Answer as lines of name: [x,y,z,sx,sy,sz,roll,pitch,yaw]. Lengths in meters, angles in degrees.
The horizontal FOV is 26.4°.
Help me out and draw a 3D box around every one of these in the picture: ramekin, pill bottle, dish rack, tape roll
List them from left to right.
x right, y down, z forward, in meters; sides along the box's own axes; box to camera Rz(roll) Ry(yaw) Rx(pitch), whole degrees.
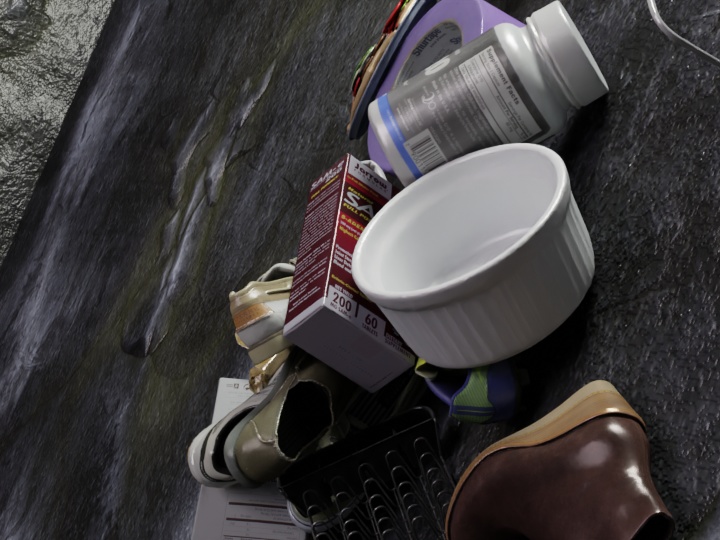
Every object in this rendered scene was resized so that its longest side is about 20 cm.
dish rack: [0.021,0.213,1.306,0.153,0.055,0.200,-26,31,1]
tape roll: [0.096,-0.176,1.567,0.200,0.085,0.200,-44,32,37]
ramekin: [0.101,-0.009,1.300,0.200,0.098,0.201,-24,29,14]
pill bottle: [0.117,-0.154,1.400,0.200,0.114,0.114,-30,34,13]

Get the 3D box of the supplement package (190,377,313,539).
supplement package: [-0.096,0.222,1.502,0.114,0.109,0.201,88,-173,-56]

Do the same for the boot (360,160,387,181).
boot: [0.005,-0.009,1.532,0.073,0.096,0.201,-7,63,10]

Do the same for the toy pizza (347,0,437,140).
toy pizza: [0.029,-0.238,1.720,0.201,0.032,0.200,-60,-4,-6]

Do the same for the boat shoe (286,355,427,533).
boat shoe: [-0.006,0.150,1.425,0.200,0.072,0.062,-56,-16,-14]

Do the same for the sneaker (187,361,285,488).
sneaker: [-0.068,0.134,1.428,0.200,0.076,0.088,-41,4,-17]

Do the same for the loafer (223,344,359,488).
loafer: [-0.040,0.116,1.364,0.070,0.075,0.200,-17,27,45]

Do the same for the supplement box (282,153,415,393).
supplement box: [0.000,0.000,1.398,0.061,0.109,0.200,-37,30,35]

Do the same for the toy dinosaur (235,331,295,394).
toy dinosaur: [-0.075,0.056,1.544,0.200,0.101,0.058,-94,1,-58]

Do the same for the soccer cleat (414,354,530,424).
soccer cleat: [0.081,0.066,1.348,0.200,0.083,0.065,-120,28,-57]

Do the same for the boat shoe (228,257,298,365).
boat shoe: [-0.059,0.023,1.423,0.075,0.069,0.200,-29,2,22]

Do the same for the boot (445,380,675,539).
boot: [0.140,0.188,1.140,0.200,0.072,0.167,-49,25,23]

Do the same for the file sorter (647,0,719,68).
file sorter: [0.318,-0.254,1.139,0.200,0.124,0.139,-46,31,35]
